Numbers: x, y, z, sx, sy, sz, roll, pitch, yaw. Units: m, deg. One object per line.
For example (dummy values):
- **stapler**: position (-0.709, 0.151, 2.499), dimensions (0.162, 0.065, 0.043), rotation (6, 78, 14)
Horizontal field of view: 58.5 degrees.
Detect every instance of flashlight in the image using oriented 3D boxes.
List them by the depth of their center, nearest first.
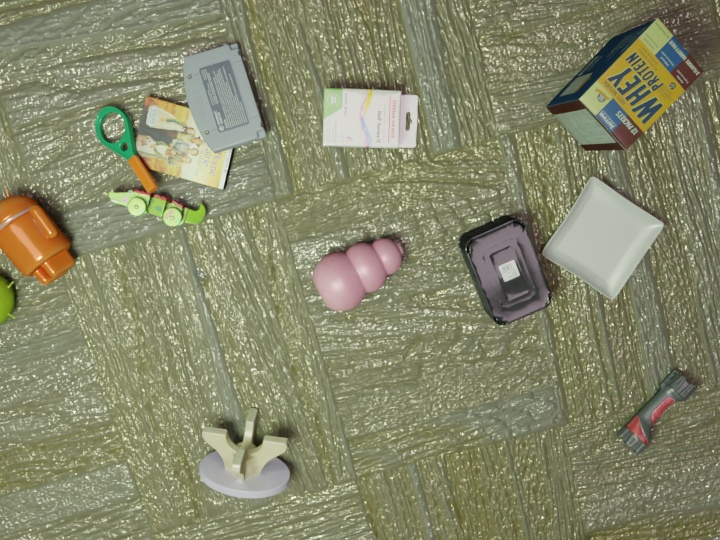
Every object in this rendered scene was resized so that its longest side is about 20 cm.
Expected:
- **flashlight**: position (0.673, 0.325, 1.456), dimensions (0.200, 0.068, 0.068), rotation (-47, 124, 5)

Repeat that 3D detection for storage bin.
- **storage bin**: position (0.308, -0.002, 1.374), dimensions (0.134, 0.094, 0.202), rotation (-23, 101, 3)

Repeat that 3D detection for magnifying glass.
- **magnifying glass**: position (-0.478, -0.248, 1.321), dimensions (0.079, 0.022, 0.201), rotation (-35, 83, 16)

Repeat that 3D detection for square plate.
- **square plate**: position (0.525, -0.069, 1.400), dimensions (0.199, 0.028, 0.199), rotation (31, 98, -6)

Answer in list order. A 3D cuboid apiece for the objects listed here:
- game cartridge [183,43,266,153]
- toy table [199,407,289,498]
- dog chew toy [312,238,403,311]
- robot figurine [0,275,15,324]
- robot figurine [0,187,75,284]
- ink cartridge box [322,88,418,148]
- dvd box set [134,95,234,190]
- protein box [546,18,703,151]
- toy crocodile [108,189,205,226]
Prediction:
- **game cartridge**: position (-0.282, -0.347, 1.305), dimensions (0.132, 0.041, 0.202), rotation (-17, 89, -8)
- **toy table**: position (-0.250, 0.403, 1.401), dimensions (0.198, 0.184, 0.118), rotation (3, 117, -11)
- **dog chew toy**: position (0.000, 0.000, 1.357), dimensions (0.199, 0.125, 0.125), rotation (-28, 100, -5)
- **robot figurine**: position (-0.823, 0.063, 1.343), dimensions (0.198, 0.116, 0.178), rotation (0, 95, -2)
- **robot figurine**: position (-0.685, -0.069, 1.324), dimensions (0.116, 0.144, 0.201), rotation (-39, 100, -17)
- **ink cartridge box**: position (0.023, -0.312, 1.324), dimensions (0.198, 0.067, 0.119), rotation (1, 100, -2)
- **dvd box set**: position (-0.364, -0.265, 1.341), dimensions (0.198, 0.029, 0.148), rotation (16, 99, -4)
- **protein box**: position (0.507, -0.354, 1.262), dimensions (0.135, 0.200, 0.199), rotation (43, 96, -8)
- **toy crocodile**: position (-0.425, -0.135, 1.344), dimensions (0.198, 0.068, 0.062), rotation (16, 94, -6)
